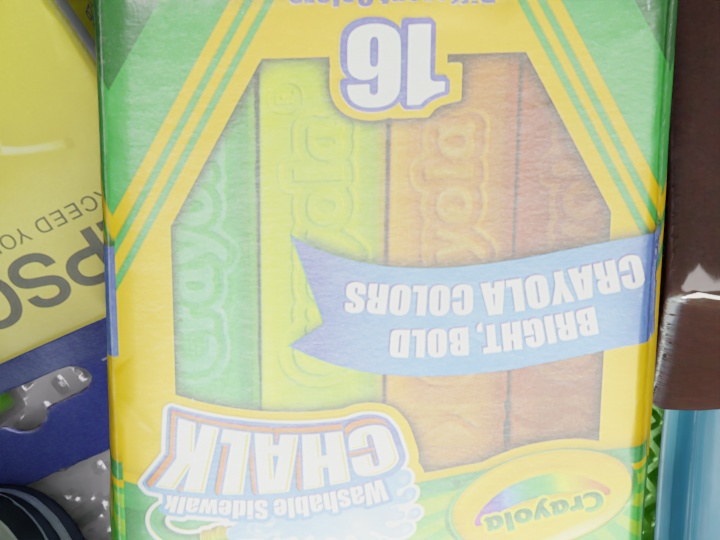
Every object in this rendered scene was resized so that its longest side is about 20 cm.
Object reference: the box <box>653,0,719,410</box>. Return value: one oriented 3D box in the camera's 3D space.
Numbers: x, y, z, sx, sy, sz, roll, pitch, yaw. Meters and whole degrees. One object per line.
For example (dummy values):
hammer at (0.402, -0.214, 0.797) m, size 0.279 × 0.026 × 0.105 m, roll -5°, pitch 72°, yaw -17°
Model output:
box at (0.171, -0.056, 0.699) m, size 0.200 × 0.164 × 0.166 m, roll 0°, pitch 79°, yaw 4°

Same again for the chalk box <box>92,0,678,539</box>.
chalk box at (0.000, 0.000, 0.674) m, size 0.124 × 0.124 × 0.200 m, roll -3°, pitch 117°, yaw -5°

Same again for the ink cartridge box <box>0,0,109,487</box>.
ink cartridge box at (-0.137, -0.008, 0.767) m, size 0.197 × 0.047 × 0.200 m, roll -24°, pitch 115°, yaw 19°

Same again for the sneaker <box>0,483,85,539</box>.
sneaker at (-0.120, 0.154, 0.798) m, size 0.070 × 0.109 × 0.200 m, roll 14°, pitch 97°, yaw 6°

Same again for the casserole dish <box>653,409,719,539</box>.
casserole dish at (0.143, 0.082, 0.811) m, size 0.121 × 0.039 × 0.200 m, roll 3°, pitch 99°, yaw 4°
